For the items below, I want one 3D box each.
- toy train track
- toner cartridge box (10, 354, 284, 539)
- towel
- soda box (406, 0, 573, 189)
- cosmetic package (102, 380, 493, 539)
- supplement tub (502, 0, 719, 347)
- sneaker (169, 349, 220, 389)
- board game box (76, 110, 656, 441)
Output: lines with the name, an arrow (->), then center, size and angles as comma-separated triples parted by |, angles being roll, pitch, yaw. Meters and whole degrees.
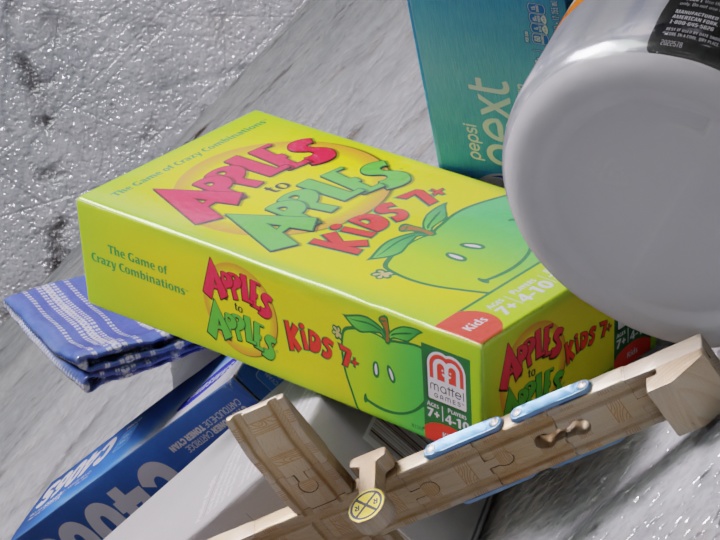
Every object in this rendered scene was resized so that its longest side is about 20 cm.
toy train track -> 0.030, 0.076, 0.835 | 0.199, 0.115, 0.033 | -25, 36, 20
toner cartridge box -> -0.064, 0.101, 1.087 | 0.200, 0.095, 0.043 | -38, 15, 46
towel -> -0.050, -0.005, 1.110 | 0.199, 0.024, 0.145 | -20, 18, -15
soda box -> 0.066, -0.073, 0.951 | 0.200, 0.064, 0.068 | 77, -149, -51
cosmetic package -> -0.045, 0.119, 0.973 | 0.200, 0.090, 0.107 | -45, 10, 32
supplement tub -> 0.135, -0.078, 0.860 | 0.122, 0.123, 0.200 | -38, 13, 43
sneaker -> -0.074, 0.030, 1.181 | 0.073, 0.071, 0.200 | -47, 9, 4
board game box -> 0.000, 0.000, 0.936 | 0.200, 0.048, 0.101 | 20, 36, 37
